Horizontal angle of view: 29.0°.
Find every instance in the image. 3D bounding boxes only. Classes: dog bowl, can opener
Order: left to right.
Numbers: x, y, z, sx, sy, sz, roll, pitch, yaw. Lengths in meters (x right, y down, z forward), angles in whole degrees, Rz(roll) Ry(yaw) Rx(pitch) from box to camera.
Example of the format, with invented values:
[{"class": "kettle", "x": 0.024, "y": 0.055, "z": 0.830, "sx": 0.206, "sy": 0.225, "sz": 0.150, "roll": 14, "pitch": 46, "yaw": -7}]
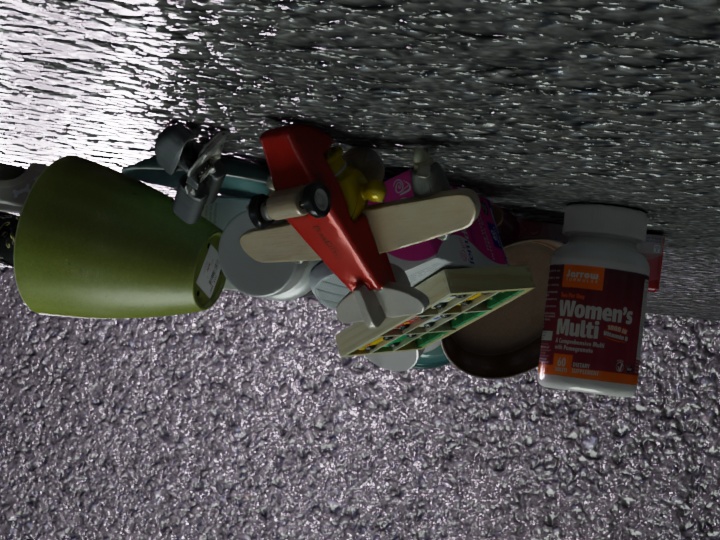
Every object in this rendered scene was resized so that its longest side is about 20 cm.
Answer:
[{"class": "dog bowl", "x": -0.486, "y": -0.112, "z": 1.787, "sx": 0.199, "sy": 0.059, "sz": 0.200, "roll": 6, "pitch": 176, "yaw": 0}, {"class": "can opener", "x": -0.168, "y": -0.100, "z": 1.360, "sx": 0.067, "sy": 0.053, "sz": 0.200, "roll": 40, "pitch": 164, "yaw": -2}]

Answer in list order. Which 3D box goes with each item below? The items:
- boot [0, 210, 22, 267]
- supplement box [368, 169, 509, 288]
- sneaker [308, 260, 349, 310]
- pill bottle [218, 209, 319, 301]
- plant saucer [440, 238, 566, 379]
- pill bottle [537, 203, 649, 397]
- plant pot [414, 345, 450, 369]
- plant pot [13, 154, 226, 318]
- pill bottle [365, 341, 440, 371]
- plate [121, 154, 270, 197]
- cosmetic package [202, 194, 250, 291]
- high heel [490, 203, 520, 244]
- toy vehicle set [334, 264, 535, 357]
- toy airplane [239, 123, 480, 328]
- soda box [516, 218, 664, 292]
[{"class": "boot", "x": -0.432, "y": -0.048, "z": 1.759, "sx": 0.203, "sy": 0.074, "sz": 0.154, "roll": 20, "pitch": 164, "yaw": 0}, {"class": "supplement box", "x": 0.069, "y": -0.028, "z": 1.479, "sx": 0.103, "sy": 0.102, "sz": 0.200, "roll": -24, "pitch": 163, "yaw": 26}, {"class": "sneaker", "x": 0.000, "y": 0.000, "z": 1.526, "sx": 0.073, "sy": 0.071, "sz": 0.200, "roll": -33, "pitch": 159, "yaw": 22}, {"class": "pill bottle", "x": -0.074, "y": -0.025, "z": 1.559, "sx": 0.113, "sy": 0.114, "sz": 0.200, "roll": 6, "pitch": -174, "yaw": 20}, {"class": "plant saucer", "x": 0.180, "y": 0.040, "z": 1.656, "sx": 0.199, "sy": 0.201, "sz": 0.035, "roll": 9, "pitch": -150, "yaw": -29}, {"class": "pill bottle", "x": 0.257, "y": 0.033, "z": 1.519, "sx": 0.109, "sy": 0.201, "sz": 0.110, "roll": 7, "pitch": 177, "yaw": 0}, {"class": "plant pot", "x": 0.101, "y": 0.024, "z": 1.912, "sx": 0.199, "sy": 0.201, "sz": 0.196, "roll": 7, "pitch": 168, "yaw": -6}, {"class": "plant pot", "x": -0.256, "y": -0.022, "z": 1.579, "sx": 0.199, "sy": 0.188, "sz": 0.187, "roll": 12, "pitch": 178, "yaw": 18}, {"class": "pill bottle", "x": 0.074, "y": 0.028, "z": 1.711, "sx": 0.112, "sy": 0.113, "sz": 0.200, "roll": 5, "pitch": -140, "yaw": 29}, {"class": "plate", "x": -0.162, "y": -0.106, "z": 1.531, "sx": 0.199, "sy": 0.026, "sz": 0.200, "roll": 7, "pitch": 177, "yaw": 0}, {"class": "cosmetic package", "x": -0.135, "y": -0.036, "z": 1.711, "sx": 0.081, "sy": 0.114, "sz": 0.200, "roll": 6, "pitch": -177, "yaw": 12}, {"class": "high heel", "x": 0.093, "y": -0.018, "z": 1.651, "sx": 0.199, "sy": 0.068, "sz": 0.096, "roll": -18, "pitch": 160, "yaw": 16}, {"class": "toy vehicle set", "x": 0.077, "y": 0.045, "z": 1.497, "sx": 0.124, "sy": 0.027, "sz": 0.200, "roll": -3, "pitch": 160, "yaw": -38}, {"class": "toy airplane", "x": -0.005, "y": -0.046, "z": 1.258, "sx": 0.199, "sy": 0.142, "sz": 0.199, "roll": 20, "pitch": 144, "yaw": 0}, {"class": "soda box", "x": 0.269, "y": -0.019, "z": 1.714, "sx": 0.199, "sy": 0.070, "sz": 0.063, "roll": 6, "pitch": 177, "yaw": 8}]
